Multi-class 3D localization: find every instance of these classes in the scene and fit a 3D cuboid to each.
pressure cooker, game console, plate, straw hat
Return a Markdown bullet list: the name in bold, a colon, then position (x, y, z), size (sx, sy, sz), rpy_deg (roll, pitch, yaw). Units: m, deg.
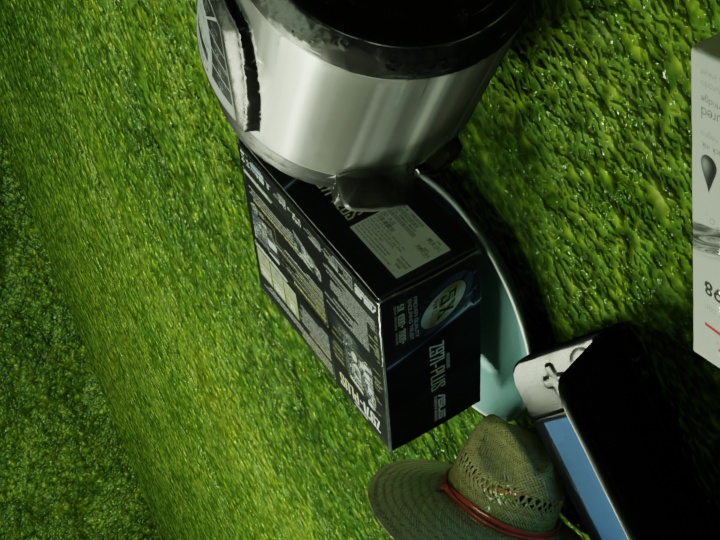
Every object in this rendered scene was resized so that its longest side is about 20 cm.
- **pressure cooker**: position (-0.001, -0.142, 0.725), size (0.177, 0.177, 0.200), rpy_deg (34, 157, 3)
- **game console**: position (0.149, 0.148, 0.772), size (0.175, 0.115, 0.202), rpy_deg (-28, 88, 59)
- **plate**: position (0.073, 0.015, 0.947), size (0.201, 0.025, 0.202), rpy_deg (52, 158, 31)
- **straw hat**: position (0.104, 0.148, 0.907), size (0.201, 0.199, 0.086), rpy_deg (40, 112, 48)

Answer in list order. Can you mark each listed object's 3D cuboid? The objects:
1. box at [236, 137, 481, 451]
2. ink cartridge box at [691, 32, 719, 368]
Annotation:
- **box**: position (0.000, 0.000, 0.948), size (0.200, 0.085, 0.165), rpy_deg (48, 155, 38)
- **ink cartridge box**: position (0.202, 0.002, 0.542), size (0.116, 0.066, 0.202), rpy_deg (39, 149, 48)
